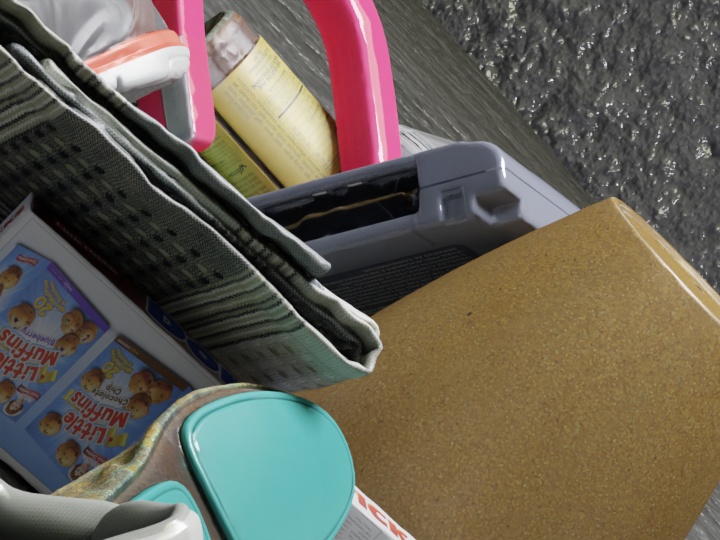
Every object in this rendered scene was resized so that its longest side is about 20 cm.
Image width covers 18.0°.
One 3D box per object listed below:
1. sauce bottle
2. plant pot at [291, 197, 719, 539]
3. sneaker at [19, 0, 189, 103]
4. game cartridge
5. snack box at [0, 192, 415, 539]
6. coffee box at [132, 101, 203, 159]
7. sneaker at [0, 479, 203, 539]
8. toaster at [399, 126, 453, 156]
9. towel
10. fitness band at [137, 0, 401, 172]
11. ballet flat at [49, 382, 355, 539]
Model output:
[{"bbox_3d":[-0.023,-0.038,1.143,0.200,0.065,0.065,50,9,-16],"label":"sauce bottle"},{"bbox_3d":[0.058,0.071,0.892,0.186,0.200,0.186,43,10,-9],"label":"plant pot"},{"bbox_3d":[-0.151,-0.099,0.932,0.200,0.077,0.082,-18,86,-62],"label":"sneaker"},{"bbox_3d":[0.000,0.000,0.976,0.133,0.200,0.041,36,46,-54],"label":"game cartridge"},{"bbox_3d":[-0.063,0.067,0.775,0.200,0.072,0.024,43,10,-15],"label":"snack box"},{"bbox_3d":[-0.125,-0.061,1.098,0.123,0.044,0.200,48,10,9],"label":"coffee box"},{"bbox_3d":[-0.062,0.108,0.548,0.200,0.099,0.078,45,10,-8],"label":"sneaker"},{"bbox_3d":[0.048,-0.009,1.359,0.200,0.114,0.129,52,14,22],"label":"toaster"},{"bbox_3d":[-0.098,-0.020,0.795,0.193,0.035,0.200,43,-25,-17],"label":"towel"},{"bbox_3d":[-0.042,-0.086,1.076,0.143,0.037,0.200,17,58,-42],"label":"fitness band"},{"bbox_3d":[-0.065,0.081,0.684,0.071,0.071,0.200,47,22,5],"label":"ballet flat"}]
